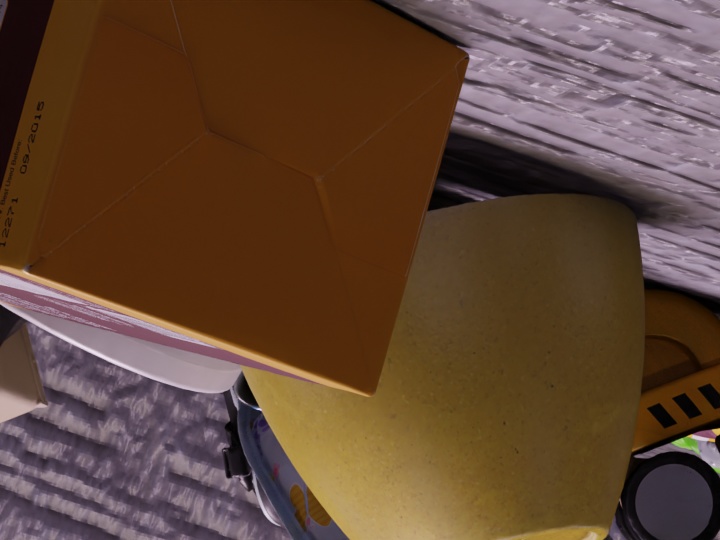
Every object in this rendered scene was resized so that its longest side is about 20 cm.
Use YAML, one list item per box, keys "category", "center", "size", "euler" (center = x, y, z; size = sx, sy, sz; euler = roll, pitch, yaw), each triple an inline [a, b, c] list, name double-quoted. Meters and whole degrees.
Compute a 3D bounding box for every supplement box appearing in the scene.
- category: "supplement box"
  center: [-0.107, -0.055, 1.087]
  size: [0.199, 0.134, 0.197]
  euler: [12, 174, 38]

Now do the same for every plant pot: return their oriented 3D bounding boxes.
- category: "plant pot"
  center: [0.048, 0.067, 1.392]
  size: [0.199, 0.143, 0.200]
  euler: [-12, 165, -3]

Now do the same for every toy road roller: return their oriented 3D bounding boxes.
- category: "toy road roller"
  center: [0.208, 0.069, 1.681]
  size: [0.199, 0.147, 0.123]
  euler: [-21, 174, 0]

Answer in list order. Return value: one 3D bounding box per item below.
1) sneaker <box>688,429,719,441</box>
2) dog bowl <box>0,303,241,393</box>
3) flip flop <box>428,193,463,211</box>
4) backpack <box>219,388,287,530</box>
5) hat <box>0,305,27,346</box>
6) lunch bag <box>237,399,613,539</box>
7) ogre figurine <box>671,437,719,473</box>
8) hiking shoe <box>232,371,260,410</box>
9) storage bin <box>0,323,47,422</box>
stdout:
- category: "sneaker"
  center: [0.199, 0.075, 1.844]
  size: [0.090, 0.075, 0.199]
  euler: [28, 170, -41]
- category: "dog bowl"
  center: [-0.131, -0.024, 1.478]
  size: [0.199, 0.079, 0.200]
  euler: [29, -171, -5]
- category: "flip flop"
  center: [0.000, 0.000, 1.607]
  size: [0.200, 0.058, 0.081]
  euler: [-25, 103, 47]
- category: "backpack"
  center: [-0.016, 0.071, 1.901]
  size: [0.150, 0.179, 0.200]
  euler: [-14, 174, 1]
- category: "hat"
  center: [-0.216, 0.014, 1.575]
  size: [0.081, 0.202, 0.200]
  euler: [-25, -163, -28]
- category: "lunch bag"
  center: [0.034, 0.116, 1.686]
  size: [0.169, 0.127, 0.200]
  euler: [34, -169, -38]
- category: "ogre figurine"
  center: [0.269, 0.109, 1.930]
  size: [0.200, 0.098, 0.120]
  euler: [34, -172, -17]
- category: "hiking shoe"
  center: [-0.053, 0.030, 1.564]
  size: [0.199, 0.075, 0.087]
  euler: [5, -146, 38]
- category: "storage bin"
  center: [-0.283, -0.005, 1.765]
  size: [0.093, 0.200, 0.200]
  euler: [-21, 165, 12]
